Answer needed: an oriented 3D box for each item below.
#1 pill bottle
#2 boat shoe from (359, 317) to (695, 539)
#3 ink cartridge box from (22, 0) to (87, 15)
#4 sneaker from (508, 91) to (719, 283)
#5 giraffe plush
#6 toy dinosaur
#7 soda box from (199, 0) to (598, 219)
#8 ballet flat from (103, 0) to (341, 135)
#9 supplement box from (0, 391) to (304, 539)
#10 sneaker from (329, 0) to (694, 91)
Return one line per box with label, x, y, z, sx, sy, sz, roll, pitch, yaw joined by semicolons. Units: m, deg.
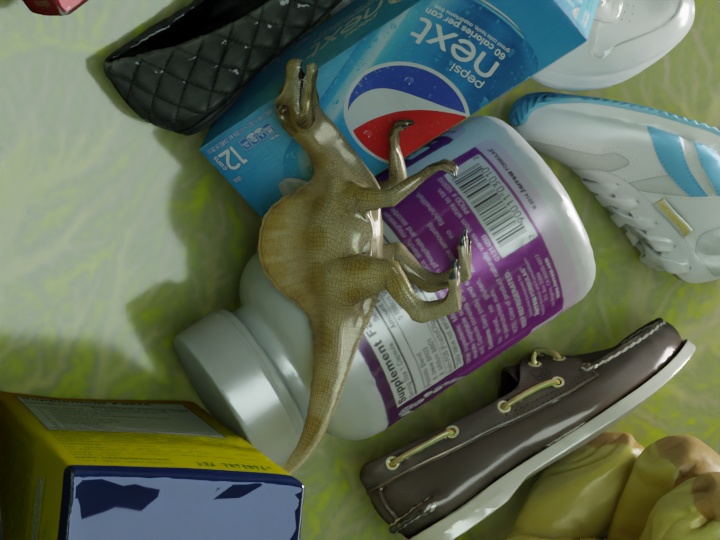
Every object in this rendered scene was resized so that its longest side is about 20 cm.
pill bottle;0.010;0.016;1.175;0.200;0.112;0.112;-32;106;-11
boat shoe;0.091;0.077;1.234;0.200;0.072;0.060;-34;84;-17
ink cartridge box;-0.145;-0.239;1.060;0.147;0.083;0.200;-38;107;-9
sneaker;0.166;-0.040;1.239;0.200;0.077;0.081;21;92;-18
giraffe plush;0.136;0.203;1.221;0.200;0.173;0.162;-31;109;-4
toy dinosaur;0.000;0.000;1.102;0.101;0.058;0.200;-2;89;11
soda box;0.019;-0.100;1.127;0.200;0.068;0.064;-32;111;30
ballet flat;-0.044;-0.145;1.131;0.057;0.066;0.200;36;107;-29
supplement box;-0.110;0.130;1.102;0.109;0.200;0.110;4;96;-18
sneaker;0.087;-0.147;1.181;0.200;0.100;0.075;2;57;-20
